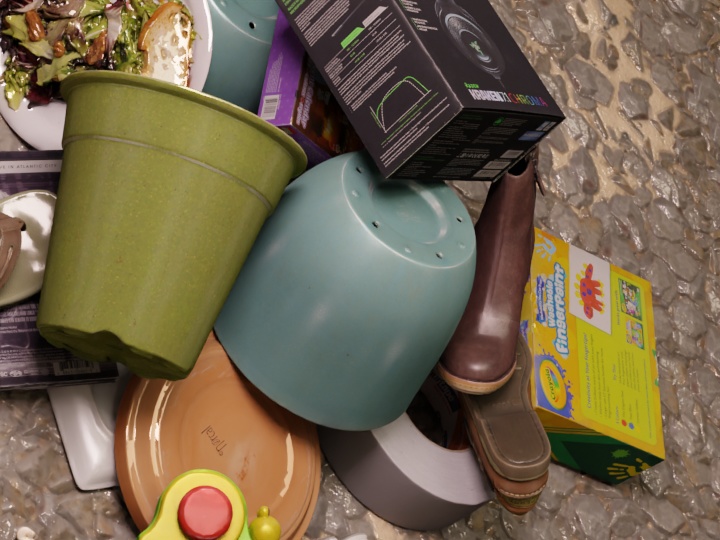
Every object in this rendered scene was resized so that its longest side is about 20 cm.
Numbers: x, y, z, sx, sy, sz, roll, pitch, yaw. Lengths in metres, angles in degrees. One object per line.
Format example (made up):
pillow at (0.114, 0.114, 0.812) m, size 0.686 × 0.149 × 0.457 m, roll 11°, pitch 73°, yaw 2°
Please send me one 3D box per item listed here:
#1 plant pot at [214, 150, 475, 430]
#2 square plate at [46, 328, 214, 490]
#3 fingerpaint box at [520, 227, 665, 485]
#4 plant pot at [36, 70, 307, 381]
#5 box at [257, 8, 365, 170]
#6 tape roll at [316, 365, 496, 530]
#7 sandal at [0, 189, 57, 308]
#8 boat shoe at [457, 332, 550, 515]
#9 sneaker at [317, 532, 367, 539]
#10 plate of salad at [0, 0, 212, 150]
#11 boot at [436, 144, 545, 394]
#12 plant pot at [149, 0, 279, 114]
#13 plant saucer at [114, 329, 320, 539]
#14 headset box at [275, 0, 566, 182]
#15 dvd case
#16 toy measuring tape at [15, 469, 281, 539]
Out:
plant pot at (0.000, 0.000, 1.721) m, size 0.199 × 0.161 × 0.201 m, roll 23°, pitch 38°, yaw -19°
square plate at (-0.172, 0.071, 1.721) m, size 0.199 × 0.028 × 0.199 m, roll -4°, pitch 67°, yaw -43°
fingerpaint box at (0.200, 0.081, 2.018) m, size 0.166 × 0.073 × 0.201 m, roll 23°, pitch 50°, yaw -31°
plant pot at (-0.161, -0.024, 1.611) m, size 0.199 × 0.200 × 0.191 m, roll 24°, pitch 76°, yaw -29°
box at (-0.021, -0.184, 1.795) m, size 0.137 × 0.039 × 0.202 m, roll 36°, pitch 58°, yaw -53°
tape roll at (0.053, 0.123, 1.864) m, size 0.199 × 0.066 × 0.202 m, roll 22°, pitch 52°, yaw -30°
sandal at (-0.293, -0.007, 1.602) m, size 0.200 × 0.057 × 0.080 m, roll -29°, pitch 81°, yaw -41°
boat shoe at (0.116, 0.124, 1.826) m, size 0.071 × 0.068 × 0.201 m, roll -1°, pitch 40°, yaw -4°
sneaker at (-0.031, 0.252, 1.663) m, size 0.200 × 0.070 × 0.081 m, roll 12°, pitch 62°, yaw -69°
plate of salad at (-0.219, -0.187, 1.732) m, size 0.201 × 0.199 × 0.048 m, roll 61°, pitch 10°, yaw 8°
boot at (0.111, -0.008, 1.800) m, size 0.072 × 0.167 × 0.200 m, roll 10°, pitch 32°, yaw 6°
plant pot at (-0.134, -0.209, 1.835) m, size 0.200 × 0.161 × 0.202 m, roll 22°, pitch 52°, yaw -31°
plant saucer at (-0.107, 0.146, 1.695) m, size 0.199 × 0.032 × 0.202 m, roll 14°, pitch 68°, yaw -39°
headset box at (0.045, -0.177, 1.707) m, size 0.174 × 0.093 × 0.201 m, roll 0°, pitch 54°, yaw -57°
dvd case at (-0.278, -0.001, 1.656) m, size 0.148 × 0.016 × 0.201 m, roll -3°, pitch 67°, yaw -28°
toy measuring tape at (-0.157, 0.182, 1.596) m, size 0.198 × 0.074 × 0.074 m, roll 5°, pitch 57°, yaw -10°
